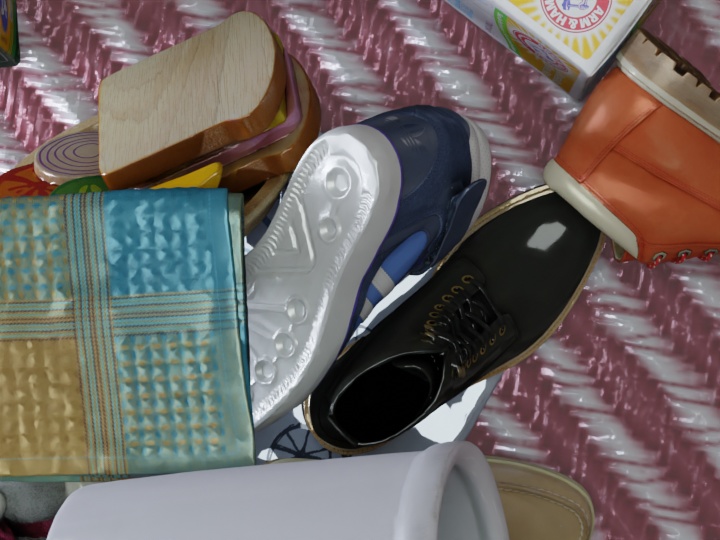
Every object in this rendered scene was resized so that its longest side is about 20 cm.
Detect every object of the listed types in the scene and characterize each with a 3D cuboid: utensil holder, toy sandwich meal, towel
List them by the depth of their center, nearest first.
[{"bbox_3d":[-0.037,0.174,1.325,0.199,0.170,0.171,-5,86,17],"label":"utensil holder"},{"bbox_3d":[-0.152,0.034,1.384,0.199,0.022,0.148,-2,92,9],"label":"towel"},{"bbox_3d":[-0.119,-0.062,1.456,0.204,0.205,0.071,-20,122,0],"label":"toy sandwich meal"}]

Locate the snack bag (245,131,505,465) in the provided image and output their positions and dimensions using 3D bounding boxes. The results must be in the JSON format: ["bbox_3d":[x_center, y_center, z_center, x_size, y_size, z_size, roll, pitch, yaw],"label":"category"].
[{"bbox_3d":[-0.014,0.034,1.524,0.199,0.021,0.189,30,87,-2],"label":"snack bag"}]

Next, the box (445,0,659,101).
[{"bbox_3d":[0.075,-0.196,1.492,0.200,0.112,0.102,37,88,2],"label":"box"}]

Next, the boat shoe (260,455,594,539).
[{"bbox_3d":[0.035,0.140,1.477,0.199,0.065,0.073,5,102,-13],"label":"boat shoe"}]

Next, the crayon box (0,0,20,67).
[{"bbox_3d":[-0.226,-0.217,1.494,0.051,0.126,0.201,-6,86,1],"label":"crayon box"}]

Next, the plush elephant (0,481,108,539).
[{"bbox_3d":[-0.189,0.144,1.458,0.199,0.164,0.156,-22,101,-28],"label":"plush elephant"}]

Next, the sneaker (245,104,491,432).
[{"bbox_3d":[0.000,0.000,1.463,0.081,0.146,0.201,41,118,23],"label":"sneaker"}]

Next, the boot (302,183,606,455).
[{"bbox_3d":[0.059,0.030,1.449,0.200,0.138,0.077,-44,92,-4],"label":"boot"}]

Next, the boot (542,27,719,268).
[{"bbox_3d":[0.191,-0.034,1.486,0.200,0.075,0.107,34,101,-21],"label":"boot"}]
